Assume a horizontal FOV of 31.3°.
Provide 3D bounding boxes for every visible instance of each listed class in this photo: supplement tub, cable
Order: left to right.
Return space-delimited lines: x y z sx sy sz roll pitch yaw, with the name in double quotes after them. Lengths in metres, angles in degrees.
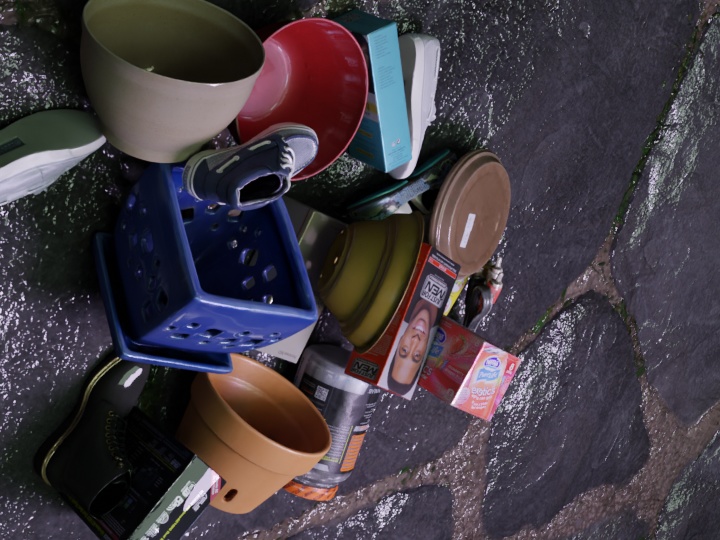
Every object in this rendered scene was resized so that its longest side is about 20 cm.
-0.051 0.216 1.827 0.122 0.122 0.200 10 104 -45 "supplement tub"
0.184 0.072 1.977 0.050 0.097 0.200 2 122 -10 "cable"

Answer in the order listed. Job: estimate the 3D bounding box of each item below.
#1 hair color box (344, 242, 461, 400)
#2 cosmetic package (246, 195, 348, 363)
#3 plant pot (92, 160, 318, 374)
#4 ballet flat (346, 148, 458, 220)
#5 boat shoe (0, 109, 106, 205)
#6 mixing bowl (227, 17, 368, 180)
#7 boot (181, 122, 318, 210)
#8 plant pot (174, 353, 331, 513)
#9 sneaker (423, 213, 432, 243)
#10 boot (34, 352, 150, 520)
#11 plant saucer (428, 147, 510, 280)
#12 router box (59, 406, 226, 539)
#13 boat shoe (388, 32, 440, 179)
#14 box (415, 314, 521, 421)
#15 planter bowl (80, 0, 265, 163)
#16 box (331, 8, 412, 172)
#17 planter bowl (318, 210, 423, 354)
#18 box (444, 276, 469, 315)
0.059 0.065 1.739 0.101 0.061 0.200 30 80 -56 "hair color box"
-0.095 0.012 1.719 0.103 0.073 0.200 22 94 -47 "cosmetic package"
-0.195 0.008 1.518 0.180 0.200 0.200 -38 147 31 "plant pot"
0.070 -0.102 1.807 0.200 0.074 0.074 -31 129 -26 "ballet flat"
-0.369 -0.117 1.411 0.201 0.070 0.072 -28 151 -36 "boat shoe"
-0.099 -0.221 1.568 0.200 0.108 0.200 -20 124 -34 "mixing bowl"
-0.100 -0.113 1.468 0.200 0.090 0.073 -26 128 -41 "boot"
-0.158 0.223 1.698 0.200 0.200 0.140 19 115 -46 "plant pot"
0.041 -0.012 1.830 0.200 0.080 0.076 -44 118 -21 "sneaker"
-0.296 0.201 1.579 0.077 0.138 0.200 38 82 -44 "boot"
0.163 -0.077 1.860 0.200 0.029 0.200 -33 133 -44 "plant saucer"
-0.272 0.270 1.589 0.150 0.200 0.062 -50 123 -11 "router box"
0.074 -0.226 1.763 0.068 0.072 0.200 -10 108 -39 "boat shoe"
0.113 0.117 1.809 0.095 0.200 0.103 26 92 -44 "box"
-0.219 -0.205 1.420 0.200 0.200 0.135 -11 137 -39 "planter bowl"
0.015 -0.234 1.686 0.049 0.082 0.200 -30 128 -28 "box"
0.000 0.000 1.656 0.083 0.200 0.201 23 95 -12 "planter bowl"
0.102 0.011 1.920 0.117 0.048 0.200 33 89 -46 "box"
